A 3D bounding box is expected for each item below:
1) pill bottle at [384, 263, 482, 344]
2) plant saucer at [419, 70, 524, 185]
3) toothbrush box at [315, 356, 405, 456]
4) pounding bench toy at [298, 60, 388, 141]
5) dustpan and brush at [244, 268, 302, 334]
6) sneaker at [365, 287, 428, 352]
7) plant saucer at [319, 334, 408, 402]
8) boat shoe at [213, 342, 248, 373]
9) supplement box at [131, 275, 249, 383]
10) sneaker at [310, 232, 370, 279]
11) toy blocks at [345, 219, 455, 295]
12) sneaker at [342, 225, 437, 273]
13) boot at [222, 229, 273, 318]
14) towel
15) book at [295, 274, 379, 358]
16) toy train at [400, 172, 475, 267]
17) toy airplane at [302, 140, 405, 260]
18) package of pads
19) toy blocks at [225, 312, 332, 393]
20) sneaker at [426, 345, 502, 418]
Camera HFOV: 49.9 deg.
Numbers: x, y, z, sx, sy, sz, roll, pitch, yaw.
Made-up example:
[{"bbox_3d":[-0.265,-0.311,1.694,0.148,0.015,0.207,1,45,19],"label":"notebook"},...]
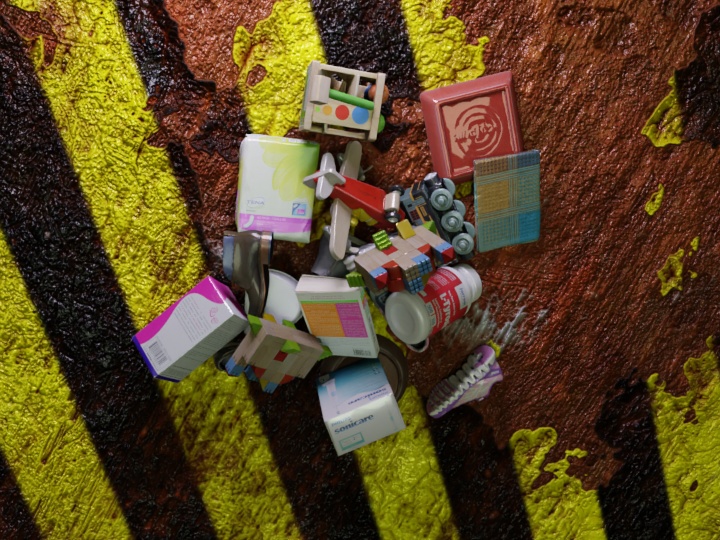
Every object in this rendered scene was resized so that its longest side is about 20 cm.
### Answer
[{"bbox_3d":[0.153,0.061,1.578,0.199,0.112,0.114,-27,111,-36],"label":"pill bottle"},{"bbox_3d":[0.236,-0.283,1.573,0.197,0.037,0.202,-14,107,-4],"label":"plant saucer"},{"bbox_3d":[-0.004,0.266,1.564,0.145,0.200,0.086,-22,107,-3],"label":"toothbrush box"},{"bbox_3d":[-0.024,-0.310,1.435,0.154,0.200,0.126,8,98,-10],"label":"pounding bench toy"},{"bbox_3d":[-0.138,0.067,1.607,0.197,0.057,0.142,3,97,-3],"label":"dustpan and brush"},{"bbox_3d":[0.082,0.088,1.624,0.070,0.082,0.200,-39,106,6],"label":"sneaker"},{"bbox_3d":[0.011,0.236,1.680,0.198,0.035,0.203,-2,106,-8],"label":"plant saucer"},{"bbox_3d":[-0.207,0.181,1.610,0.198,0.073,0.075,-13,107,-5],"label":"boat shoe"},{"bbox_3d":[-0.334,0.119,1.541,0.199,0.103,0.102,-38,69,4],"label":"supplement box"},{"bbox_3d":[0.000,0.000,1.579,0.198,0.075,0.107,24,79,-6],"label":"sneaker"},{"bbox_3d":[0.084,-0.010,1.416,0.198,0.137,0.101,-26,119,-13],"label":"toy blocks"},{"bbox_3d":[0.065,-0.030,1.530,0.198,0.075,0.083,-24,102,-9],"label":"sneaker"},{"bbox_3d":[-0.227,0.011,1.524,0.096,0.075,0.202,8,110,-2],"label":"boot"},{"bbox_3d":[0.305,-0.144,1.609,0.145,0.022,0.202,-10,116,-8],"label":"towel"},{"bbox_3d":[-0.043,0.100,1.561,0.132,0.048,0.201,3,135,17],"label":"book"},{"bbox_3d":[0.160,-0.100,1.586,0.113,0.085,0.201,-20,112,21],"label":"toy train"},{"bbox_3d":[-0.027,-0.136,1.502,0.199,0.141,0.200,-30,89,-35],"label":"toy airplane"},{"bbox_3d":[-0.168,-0.162,1.528,0.152,0.068,0.203,5,104,-11],"label":"package of pads"},{"bbox_3d":[-0.173,0.179,1.538,0.199,0.100,0.137,22,111,-41],"label":"toy blocks"},{"bbox_3d":[0.235,0.262,1.700,0.200,0.081,0.089,-42,114,3],"label":"sneaker"}]
